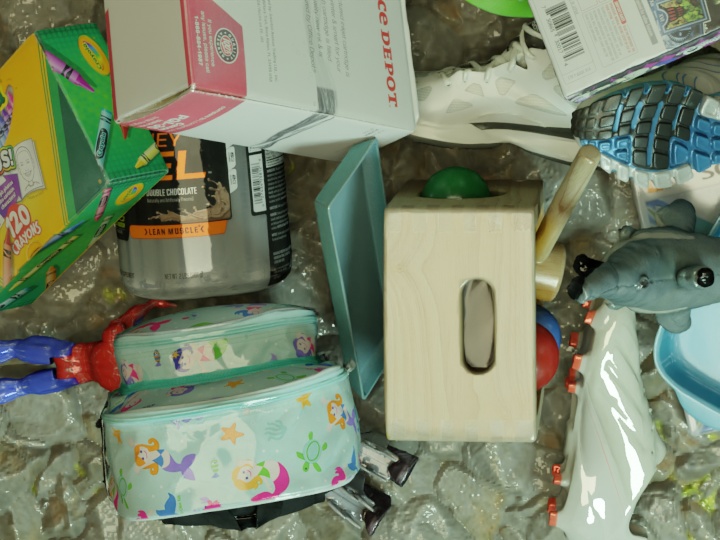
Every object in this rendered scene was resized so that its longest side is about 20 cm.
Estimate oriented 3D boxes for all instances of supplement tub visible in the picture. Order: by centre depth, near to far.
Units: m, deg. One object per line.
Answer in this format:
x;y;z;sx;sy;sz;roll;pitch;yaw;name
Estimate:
-0.114;-0.086;1.635;0.122;0.123;0.201;-4;99;7;supplement tub

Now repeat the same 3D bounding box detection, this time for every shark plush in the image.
0.202;-0.007;1.530;0.083;0.200;0.091;8;88;41;shark plush

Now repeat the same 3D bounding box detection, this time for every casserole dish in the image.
0.285;0.016;1.625;0.121;0.039;0.200;29;102;2;casserole dish

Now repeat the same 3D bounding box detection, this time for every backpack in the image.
-0.087;0.098;1.548;0.177;0.200;0.151;-9;98;-2;backpack

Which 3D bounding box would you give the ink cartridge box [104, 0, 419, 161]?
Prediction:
-0.065;-0.159;1.539;0.083;0.200;0.147;-20;70;42;ink cartridge box

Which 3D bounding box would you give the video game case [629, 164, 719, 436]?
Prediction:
0.298;0.001;1.651;0.182;0.022;0.201;-13;98;9;video game case

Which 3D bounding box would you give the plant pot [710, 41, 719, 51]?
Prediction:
0.238;-0.228;1.533;0.092;0.201;0.202;5;100;14;plant pot

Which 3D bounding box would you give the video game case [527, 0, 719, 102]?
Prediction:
0.173;-0.228;1.434;0.181;0.036;0.201;-24;81;17;video game case

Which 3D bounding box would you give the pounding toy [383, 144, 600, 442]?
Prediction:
0.092;0.005;1.593;0.142;0.184;0.201;1;99;7;pounding toy

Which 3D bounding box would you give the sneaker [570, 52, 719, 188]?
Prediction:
0.218;-0.109;1.581;0.199;0.087;0.075;-6;121;-29;sneaker

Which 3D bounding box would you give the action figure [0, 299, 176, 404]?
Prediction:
-0.203;0.060;1.706;0.199;0.099;0.065;-3;103;30;action figure

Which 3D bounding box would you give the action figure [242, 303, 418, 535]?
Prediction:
-0.057;0.107;1.689;0.200;0.069;0.130;31;109;5;action figure

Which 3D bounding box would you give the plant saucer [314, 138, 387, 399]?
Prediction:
0.000;0.000;1.612;0.019;0.070;0.200;17;143;24;plant saucer

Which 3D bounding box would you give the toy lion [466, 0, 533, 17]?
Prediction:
0.070;-0.258;1.509;0.191;0.069;0.201;-8;77;-30;toy lion

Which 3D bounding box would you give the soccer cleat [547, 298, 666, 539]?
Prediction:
0.181;0.101;1.662;0.077;0.069;0.201;7;107;1;soccer cleat

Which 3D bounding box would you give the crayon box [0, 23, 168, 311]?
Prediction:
-0.226;-0.067;1.622;0.200;0.058;0.119;-40;72;43;crayon box

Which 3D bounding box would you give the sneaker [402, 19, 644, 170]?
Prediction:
0.099;-0.143;1.609;0.200;0.076;0.116;9;118;1;sneaker
